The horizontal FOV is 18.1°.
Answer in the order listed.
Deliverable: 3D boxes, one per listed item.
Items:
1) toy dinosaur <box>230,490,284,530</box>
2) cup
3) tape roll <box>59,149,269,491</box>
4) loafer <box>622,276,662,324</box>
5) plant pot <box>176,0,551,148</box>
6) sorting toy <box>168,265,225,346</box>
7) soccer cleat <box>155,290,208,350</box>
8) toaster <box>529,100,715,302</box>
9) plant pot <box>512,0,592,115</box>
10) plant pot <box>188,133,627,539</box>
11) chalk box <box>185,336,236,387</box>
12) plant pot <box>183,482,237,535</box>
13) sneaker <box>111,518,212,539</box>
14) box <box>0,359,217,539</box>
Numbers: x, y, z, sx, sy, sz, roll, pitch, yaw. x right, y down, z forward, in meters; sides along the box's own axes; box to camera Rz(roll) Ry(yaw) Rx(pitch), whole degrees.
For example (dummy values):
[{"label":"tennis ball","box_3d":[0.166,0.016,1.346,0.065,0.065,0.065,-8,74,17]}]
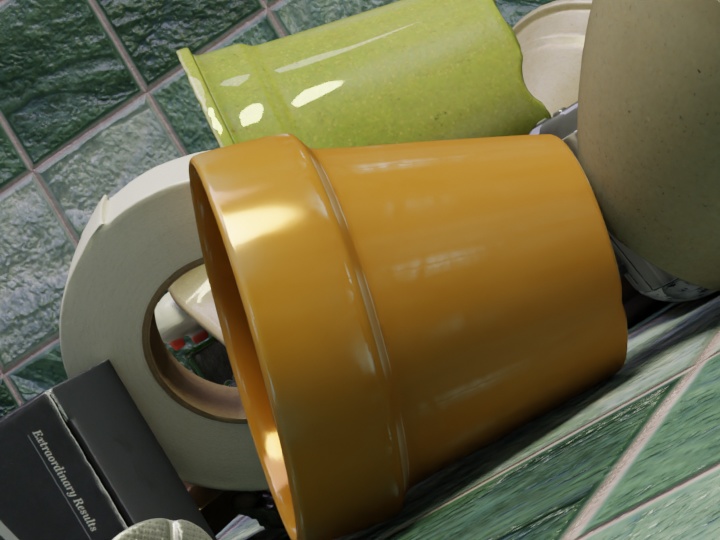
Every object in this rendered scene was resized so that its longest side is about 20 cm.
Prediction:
[{"label":"toy dinosaur","box_3d":[0.017,0.092,1.322,0.199,0.048,0.088,-33,17,19]},{"label":"cup","box_3d":[0.185,-0.076,1.105,0.144,0.200,0.200,-61,-13,26]},{"label":"tape roll","box_3d":[-0.067,0.029,1.249,0.202,0.203,0.037,-31,24,16]},{"label":"loafer","box_3d":[0.170,-0.019,1.339,0.199,0.071,0.073,-32,0,3]},{"label":"plant pot","box_3d":[0.014,-0.078,1.347,0.183,0.201,0.200,-26,0,-2]},{"label":"sorting toy","box_3d":[0.000,0.000,1.439,0.185,0.200,0.037,-45,-28,-13]},{"label":"soccer cleat","box_3d":[-0.090,-0.009,1.557,0.069,0.078,0.200,-31,2,39]},{"label":"toaster","box_3d":[0.200,-0.071,1.247,0.199,0.130,0.114,-32,2,-3]},{"label":"plant pot","box_3d":[0.137,-0.056,1.557,0.200,0.201,0.184,-31,12,48]},{"label":"plant pot","box_3d":[0.028,0.017,1.125,0.182,0.202,0.200,-15,-1,-8]},{"label":"chalk box","box_3d":[-0.029,0.071,1.557,0.199,0.125,0.124,-30,2,20]},{"label":"plant pot","box_3d":[-0.120,0.163,1.380,0.200,0.028,0.200,-41,-8,-7]},{"label":"sneaker","box_3d":[-0.152,0.197,1.073,0.200,0.071,0.080,-30,-16,-26]},{"label":"box","box_3d":[-0.190,0.164,1.213,0.199,0.149,0.104,-30,0,13]}]
